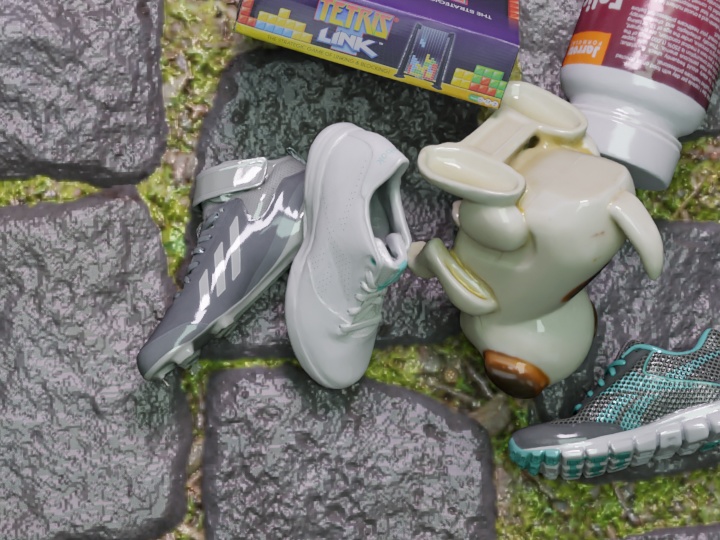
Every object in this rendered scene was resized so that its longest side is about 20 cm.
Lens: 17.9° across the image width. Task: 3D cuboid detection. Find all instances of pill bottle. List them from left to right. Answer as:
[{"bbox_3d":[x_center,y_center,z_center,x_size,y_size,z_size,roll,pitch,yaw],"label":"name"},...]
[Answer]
[{"bbox_3d":[0.215,-0.169,1.705,0.114,0.114,0.201,20,83,-5],"label":"pill bottle"}]

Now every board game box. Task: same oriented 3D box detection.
[{"bbox_3d":[0.015,-0.202,1.658,0.199,0.166,0.057,15,119,-6],"label":"board game box"}]

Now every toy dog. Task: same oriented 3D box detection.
[{"bbox_3d":[0.130,-0.008,1.656,0.193,0.201,0.140,19,43,17],"label":"toy dog"}]

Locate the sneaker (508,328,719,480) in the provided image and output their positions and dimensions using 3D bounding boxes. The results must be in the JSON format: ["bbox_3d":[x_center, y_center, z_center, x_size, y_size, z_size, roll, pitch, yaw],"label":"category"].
[{"bbox_3d":[0.201,0.099,1.713,0.199,0.078,0.092,-12,72,-12],"label":"sneaker"}]

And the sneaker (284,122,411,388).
[{"bbox_3d":[0.000,0.000,1.645,0.075,0.088,0.201,-18,119,-41],"label":"sneaker"}]

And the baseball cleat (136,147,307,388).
[{"bbox_3d":[-0.108,-0.009,1.681,0.200,0.070,0.107,-42,86,-18],"label":"baseball cleat"}]
